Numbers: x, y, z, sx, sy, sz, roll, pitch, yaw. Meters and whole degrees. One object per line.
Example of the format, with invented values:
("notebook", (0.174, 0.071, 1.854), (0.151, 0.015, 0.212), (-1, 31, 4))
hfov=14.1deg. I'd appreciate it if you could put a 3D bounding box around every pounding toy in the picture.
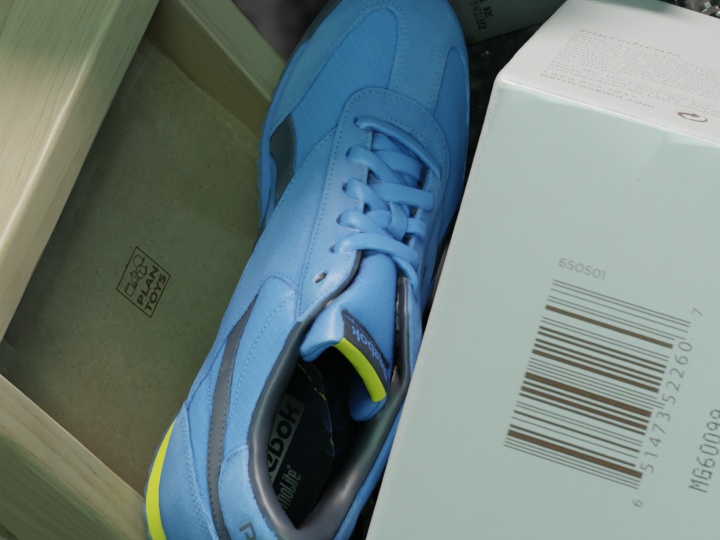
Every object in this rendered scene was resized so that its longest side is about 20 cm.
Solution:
("pounding toy", (-0.097, 0.024, 0.905), (0.142, 0.200, 0.184), (5, 61, 37))

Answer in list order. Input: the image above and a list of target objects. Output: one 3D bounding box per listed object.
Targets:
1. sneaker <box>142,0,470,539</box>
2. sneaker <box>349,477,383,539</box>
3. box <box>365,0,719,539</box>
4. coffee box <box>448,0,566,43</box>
("sneaker", (0.000, 0.000, 0.838), (0.066, 0.078, 0.200), (27, 69, -21))
("sneaker", (0.036, 0.106, 0.937), (0.200, 0.091, 0.076), (53, 125, 27))
("box", (0.084, 0.011, 0.857), (0.106, 0.200, 0.153), (17, 106, 7))
("coffee box", (0.038, -0.188, 0.946), (0.080, 0.114, 0.200), (-17, 83, 4))
